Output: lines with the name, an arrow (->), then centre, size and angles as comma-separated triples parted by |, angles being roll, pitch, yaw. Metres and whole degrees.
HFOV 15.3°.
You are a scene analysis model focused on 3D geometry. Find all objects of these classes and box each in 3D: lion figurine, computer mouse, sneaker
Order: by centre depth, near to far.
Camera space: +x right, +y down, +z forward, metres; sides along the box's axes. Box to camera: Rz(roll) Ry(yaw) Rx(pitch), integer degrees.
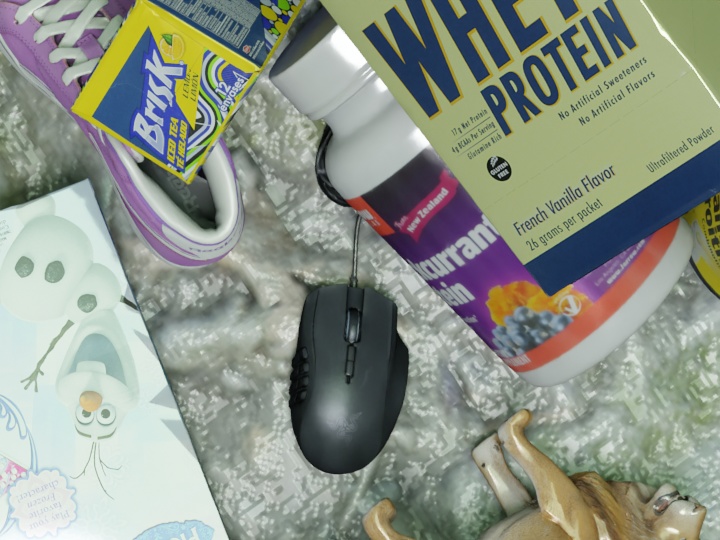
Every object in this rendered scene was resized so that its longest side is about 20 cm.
sneaker -> -0.115, -0.095, 1.268 | 0.073, 0.114, 0.201 | -36, 90, -7
lion figurine -> 0.075, 0.141, 1.272 | 0.200, 0.072, 0.123 | -30, 81, -37
computer mouse -> 0.000, 0.000, 1.316 | 0.058, 0.034, 0.201 | 6, 85, -6

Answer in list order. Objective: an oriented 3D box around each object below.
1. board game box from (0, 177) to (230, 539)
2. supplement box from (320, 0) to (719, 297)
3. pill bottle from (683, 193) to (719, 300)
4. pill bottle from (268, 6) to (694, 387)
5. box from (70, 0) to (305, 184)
board game box -> -0.186, 0.085, 1.281 | 0.199, 0.043, 0.200 | -21, 88, -8
supplement box -> 0.108, -0.137, 1.193 | 0.200, 0.134, 0.200 | 52, 40, -5
pill bottle -> 0.224, -0.035, 1.263 | 0.112, 0.200, 0.112 | 1, 86, -8
pill bottle -> 0.054, -0.050, 1.273 | 0.200, 0.111, 0.111 | 45, 82, -11
box -> -0.064, -0.121, 1.233 | 0.064, 0.200, 0.070 | 33, 119, -4
